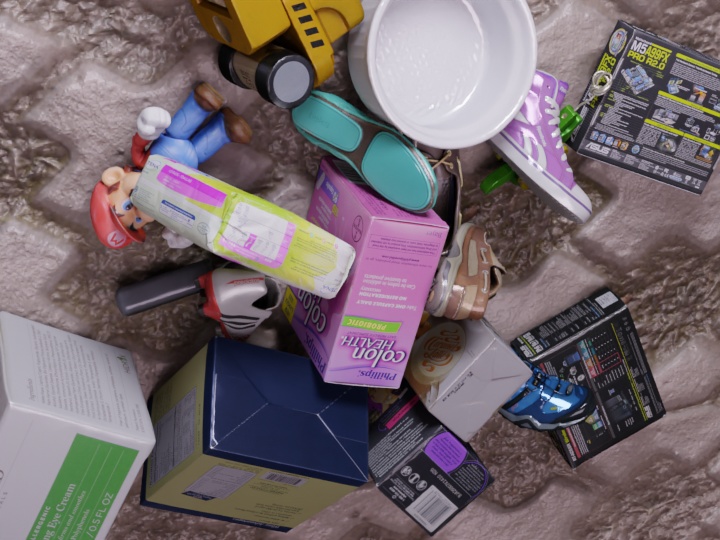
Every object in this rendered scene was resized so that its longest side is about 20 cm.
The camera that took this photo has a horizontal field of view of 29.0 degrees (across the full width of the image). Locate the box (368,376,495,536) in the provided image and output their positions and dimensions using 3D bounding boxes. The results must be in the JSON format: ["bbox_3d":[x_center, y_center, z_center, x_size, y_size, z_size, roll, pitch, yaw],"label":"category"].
[{"bbox_3d":[0.056,0.201,1.677,0.106,0.200,0.122,-41,122,4],"label":"box"}]

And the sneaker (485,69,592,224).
[{"bbox_3d":[0.214,-0.154,1.583,0.114,0.073,0.201,-42,82,-1],"label":"sneaker"}]

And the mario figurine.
[{"bbox_3d":[-0.203,-0.099,1.484,0.123,0.106,0.200,43,88,2],"label":"mario figurine"}]

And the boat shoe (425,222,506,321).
[{"bbox_3d":[0.126,0.008,1.573,0.071,0.200,0.076,20,118,5],"label":"boat shoe"}]

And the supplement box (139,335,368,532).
[{"bbox_3d":[-0.123,0.193,1.593,0.199,0.135,0.200,16,147,-26],"label":"supplement box"}]

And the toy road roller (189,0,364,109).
[{"bbox_3d":[-0.088,-0.278,1.437,0.146,0.123,0.201,-38,125,-15],"label":"toy road roller"}]

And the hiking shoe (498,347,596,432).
[{"bbox_3d":[0.191,0.139,1.712,0.198,0.075,0.087,10,133,19],"label":"hiking shoe"}]

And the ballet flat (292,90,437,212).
[{"bbox_3d":[0.015,-0.134,1.519,0.068,0.199,0.070,-60,161,19],"label":"ballet flat"}]

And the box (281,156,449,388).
[{"bbox_3d":[0.000,0.000,1.570,0.096,0.176,0.201,6,114,-23],"label":"box"}]

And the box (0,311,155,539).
[{"bbox_3d":[-0.350,0.192,1.524,0.170,0.200,0.200,21,108,-25],"label":"box"}]

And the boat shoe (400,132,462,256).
[{"bbox_3d":[0.085,-0.114,1.612,0.071,0.060,0.202,-10,118,-15],"label":"boat shoe"}]

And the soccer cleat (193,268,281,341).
[{"bbox_3d":[-0.125,0.036,1.546,0.084,0.200,0.069,-10,76,4],"label":"soccer cleat"}]

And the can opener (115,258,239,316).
[{"bbox_3d":[-0.186,-0.010,1.581,0.198,0.053,0.067,-19,88,-10],"label":"can opener"}]

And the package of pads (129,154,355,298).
[{"bbox_3d":[-0.117,-0.044,1.443,0.199,0.154,0.069,24,92,-48],"label":"package of pads"}]

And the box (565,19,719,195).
[{"bbox_3d":[0.363,-0.194,1.684,0.199,0.044,0.161,15,109,-26],"label":"box"}]

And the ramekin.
[{"bbox_3d":[0.082,-0.235,1.504,0.199,0.098,0.202,-4,101,-21],"label":"ramekin"}]

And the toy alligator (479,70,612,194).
[{"bbox_3d":[0.223,-0.156,1.646,0.200,0.059,0.054,-42,162,7],"label":"toy alligator"}]

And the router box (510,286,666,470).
[{"bbox_3d":[0.299,0.142,1.817,0.149,0.062,0.201,-29,122,-5],"label":"router box"}]

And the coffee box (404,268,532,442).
[{"bbox_3d":[0.103,0.091,1.639,0.114,0.200,0.080,-45,123,7],"label":"coffee box"}]
